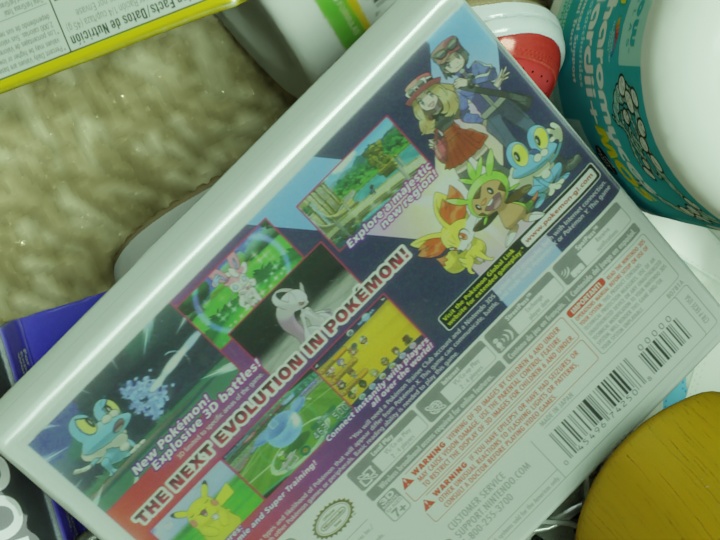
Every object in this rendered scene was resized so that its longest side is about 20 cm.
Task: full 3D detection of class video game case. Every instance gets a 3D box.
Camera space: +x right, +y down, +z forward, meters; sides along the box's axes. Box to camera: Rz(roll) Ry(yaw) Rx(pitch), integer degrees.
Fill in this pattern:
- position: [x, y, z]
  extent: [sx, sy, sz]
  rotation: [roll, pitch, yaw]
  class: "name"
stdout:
- position: [0.005, 0.032, 0.925]
  extent: [0.200, 0.023, 0.182]
  rotation: [-45, 126, -2]
  class: "video game case"

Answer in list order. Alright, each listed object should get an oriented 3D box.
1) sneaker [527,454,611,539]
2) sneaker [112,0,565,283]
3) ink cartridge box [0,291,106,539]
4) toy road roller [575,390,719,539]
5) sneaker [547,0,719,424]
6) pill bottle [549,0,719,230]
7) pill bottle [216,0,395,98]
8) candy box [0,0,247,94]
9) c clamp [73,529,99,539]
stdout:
- position: [0.064, 0.089, 1.028]
  extent: [0.200, 0.082, 0.075]
  rotation: [44, 84, -13]
  class: "sneaker"
- position: [0.000, 0.000, 0.954]
  extent: [0.071, 0.113, 0.200]
  rotation: [22, 133, -41]
  class: "sneaker"
- position: [-0.143, 0.125, 1.008]
  extent: [0.200, 0.043, 0.198]
  rotation: [-18, 96, -12]
  class: "ink cartridge box"
- position: [0.097, 0.132, 0.946]
  extent: [0.200, 0.123, 0.146]
  rotation: [-23, 125, -14]
  class: "toy road roller"
- position: [0.097, -0.034, 1.035]
  extent: [0.081, 0.077, 0.200]
  rotation: [-18, 95, -9]
  class: "sneaker"
- position: [0.131, -0.065, 0.900]
  extent: [0.111, 0.200, 0.111]
  rotation: [-1, 94, -10]
  class: "pill bottle"
- position: [0.029, -0.158, 0.995]
  extent: [0.200, 0.111, 0.111]
  rotation: [-39, 100, -8]
  class: "pill bottle"
- position: [-0.140, -0.106, 0.953]
  extent: [0.200, 0.026, 0.102]
  rotation: [-18, 99, 23]
  class: "candy box"
- position: [-0.067, 0.176, 0.992]
  extent: [0.200, 0.027, 0.171]
  rotation: [-39, 100, -10]
  class: "c clamp"
